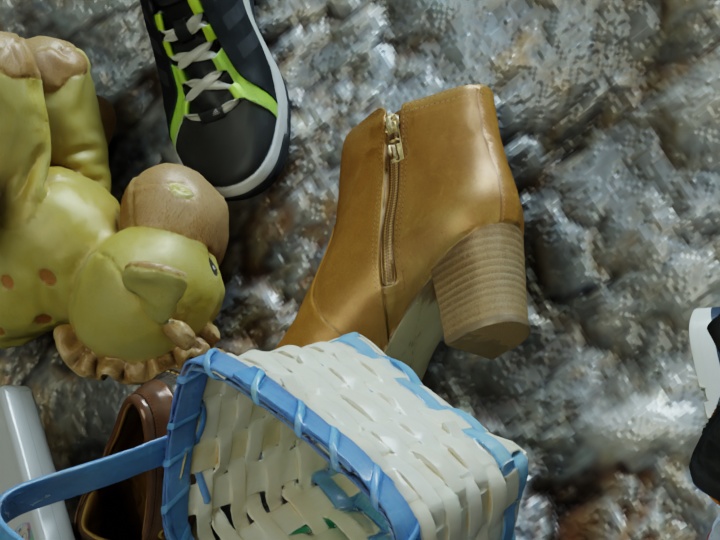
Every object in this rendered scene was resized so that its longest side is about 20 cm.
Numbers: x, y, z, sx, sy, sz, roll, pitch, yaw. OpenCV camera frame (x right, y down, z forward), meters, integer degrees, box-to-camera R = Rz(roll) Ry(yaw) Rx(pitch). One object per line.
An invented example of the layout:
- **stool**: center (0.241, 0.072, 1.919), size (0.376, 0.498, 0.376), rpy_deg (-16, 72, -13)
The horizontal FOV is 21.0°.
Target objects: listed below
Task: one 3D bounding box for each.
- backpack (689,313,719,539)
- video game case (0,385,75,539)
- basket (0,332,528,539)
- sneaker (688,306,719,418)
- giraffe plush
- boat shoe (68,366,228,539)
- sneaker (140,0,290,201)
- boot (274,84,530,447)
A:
- **backpack**: center (0.240, 0.075, 0.747), size (0.200, 0.190, 0.154), rpy_deg (41, 138, 19)
- **video game case**: center (-0.193, 0.192, 1.012), size (0.182, 0.024, 0.201), rpy_deg (-50, 49, 38)
- **basket**: center (-0.036, 0.120, 0.846), size (0.176, 0.199, 0.140), rpy_deg (37, 129, 38)
- **sneaker**: center (0.207, 0.100, 0.860), size (0.080, 0.076, 0.201), rpy_deg (-16, 75, 14)
- **giraffe plush**: center (-0.140, -0.011, 1.014), size (0.162, 0.172, 0.201), rpy_deg (17, 97, 21)
- **boat shoe**: center (-0.118, 0.131, 0.990), size (0.072, 0.067, 0.201), rpy_deg (44, 125, 34)
- **sneaker**: center (-0.096, -0.134, 1.044), size (0.071, 0.083, 0.201), rpy_deg (-20, 73, 23)
- **boot**: center (0.000, 0.000, 0.992), size (0.201, 0.071, 0.145), rpy_deg (-27, 56, 30)
